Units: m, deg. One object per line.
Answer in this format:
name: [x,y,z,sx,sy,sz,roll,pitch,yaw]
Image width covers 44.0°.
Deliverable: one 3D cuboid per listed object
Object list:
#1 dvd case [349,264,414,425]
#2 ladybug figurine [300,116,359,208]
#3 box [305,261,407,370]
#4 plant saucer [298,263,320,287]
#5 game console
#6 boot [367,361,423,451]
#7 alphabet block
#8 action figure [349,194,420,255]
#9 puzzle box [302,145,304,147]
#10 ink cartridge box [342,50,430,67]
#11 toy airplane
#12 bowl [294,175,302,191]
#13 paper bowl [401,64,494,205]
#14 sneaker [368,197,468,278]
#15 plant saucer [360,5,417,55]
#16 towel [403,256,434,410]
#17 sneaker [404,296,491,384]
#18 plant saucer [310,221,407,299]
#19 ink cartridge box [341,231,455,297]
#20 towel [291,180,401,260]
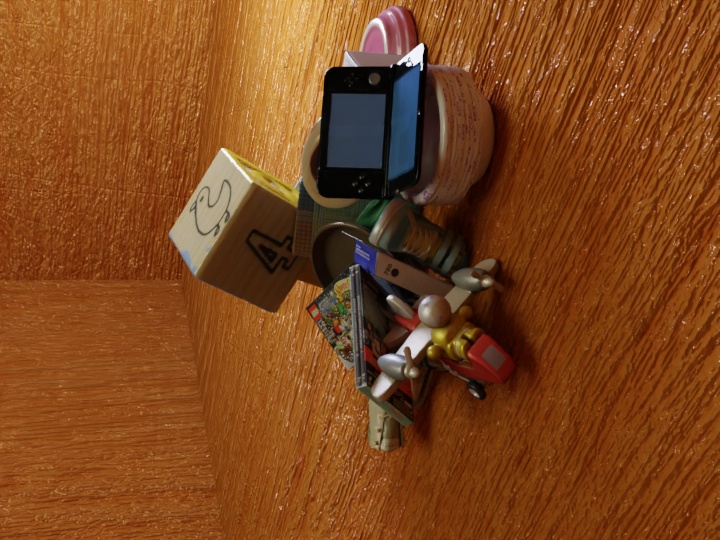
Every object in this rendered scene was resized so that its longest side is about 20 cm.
dvd case: [0.031,0.109,1.305,0.022,0.146,0.202,-19,53,23]
ladybug figurine: [-0.018,-0.187,1.416,0.136,0.072,0.200,47,129,6]
box: [-0.002,0.072,1.530,0.137,0.038,0.200,54,139,7]
plant saucer: [-0.099,-0.054,1.837,0.048,0.199,0.201,-47,42,28]
game console: [0.014,-0.211,1.274,0.119,0.170,0.203,39,-126,-77]
boot: [0.053,0.218,1.452,0.200,0.071,0.157,176,97,-78]
alphabet block: [-0.207,-0.074,1.656,0.201,0.195,0.195,-56,38,9]
action figure: [0.066,-0.129,1.505,0.055,0.117,0.202,-99,27,-57]
puzzle box: [-0.020,-0.228,1.671,0.200,0.132,0.026,-140,33,-66]
ink cartridge box: [0.035,-0.255,1.497,0.084,0.144,0.202,-119,34,-51]
toy airplane: [0.106,0.076,1.219,0.142,0.197,0.202,62,-159,-48]
bowl: [-0.050,-0.112,1.736,0.200,0.104,0.203,-28,50,39]
paper bowl: [0.124,-0.196,1.306,0.200,0.103,0.203,-179,90,-70]
sneaker: [0.095,-0.042,1.318,0.080,0.130,0.200,-60,-15,13]
plant saucer: [0.043,-0.376,1.612,0.200,0.050,0.203,-179,90,-70]
towel: [0.086,0.107,1.518,0.193,0.034,0.202,-116,31,-50]
sneaker: [0.141,0.127,1.340,0.200,0.075,0.116,42,163,41]
plant saucer: [0.000,0.000,1.539,0.198,0.029,0.202,23,134,25]
ink cartridge box: [0.061,0.004,1.351,0.040,0.199,0.099,-63,22,2]
towel: [-0.017,-0.080,1.577,0.022,0.197,0.148,-89,7,-65]
